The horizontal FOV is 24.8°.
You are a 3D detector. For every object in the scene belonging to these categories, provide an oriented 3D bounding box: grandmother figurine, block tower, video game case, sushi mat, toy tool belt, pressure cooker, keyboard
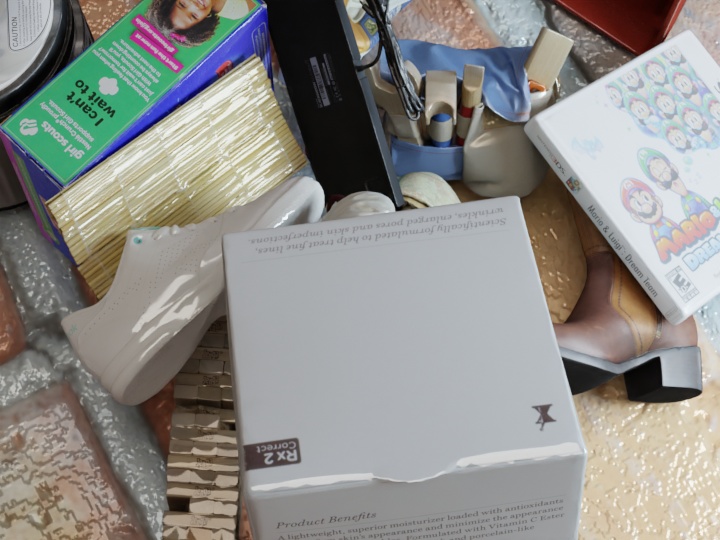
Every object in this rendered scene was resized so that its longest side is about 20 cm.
[{"bbox_3d":[0.000,0.000,1.149,0.060,0.200,0.122,-23,71,-11],"label":"grandmother figurine"},{"bbox_3d":[-0.109,0.112,1.180,0.057,0.054,0.202,4,67,-1],"label":"block tower"},{"bbox_3d":[0.242,-0.076,1.236,0.199,0.024,0.183,-30,80,-36],"label":"video game case"},{"bbox_3d":[-0.125,-0.061,1.145,0.200,0.096,0.012,-40,33,-27],"label":"sushi mat"},{"bbox_3d":[0.058,-0.135,1.242,0.197,0.124,0.126,2,40,-2],"label":"toy tool belt"},{"bbox_3d":[-0.288,-0.154,1.202,0.175,0.200,0.179,37,71,16],"label":"pressure cooker"},{"bbox_3d":[-0.007,-0.141,1.158,0.021,0.126,0.202,-25,101,-43],"label":"keyboard"}]

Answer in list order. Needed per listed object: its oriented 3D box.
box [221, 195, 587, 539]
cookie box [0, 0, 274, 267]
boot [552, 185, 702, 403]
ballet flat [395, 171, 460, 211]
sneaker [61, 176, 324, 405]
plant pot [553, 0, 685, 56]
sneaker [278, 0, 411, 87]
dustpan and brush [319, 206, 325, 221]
[{"bbox_3d":[0.022,0.079,1.009,0.196,0.131,0.202,-7,50,-3],"label":"box"},{"bbox_3d":[-0.157,-0.108,1.205,0.075,0.172,0.200,39,71,16],"label":"cookie box"},{"bbox_3d":[0.171,-0.012,1.198,0.186,0.068,0.202,5,68,-28],"label":"boot"},{"bbox_3d":[0.073,0.022,1.198,0.201,0.067,0.062,58,32,5],"label":"ballet flat"},{"bbox_3d":[-0.114,-0.008,1.099,0.200,0.075,0.088,-42,69,-15],"label":"sneaker"},{"bbox_3d":[0.220,-0.332,1.305,0.199,0.201,0.176,35,60,11],"label":"plant pot"},{"bbox_3d":[-0.009,-0.207,1.272,0.075,0.088,0.200,42,41,-4],"label":"sneaker"},{"bbox_3d":[-0.062,-0.032,1.227,0.199,0.058,0.139,-13,23,-40],"label":"dustpan and brush"}]
